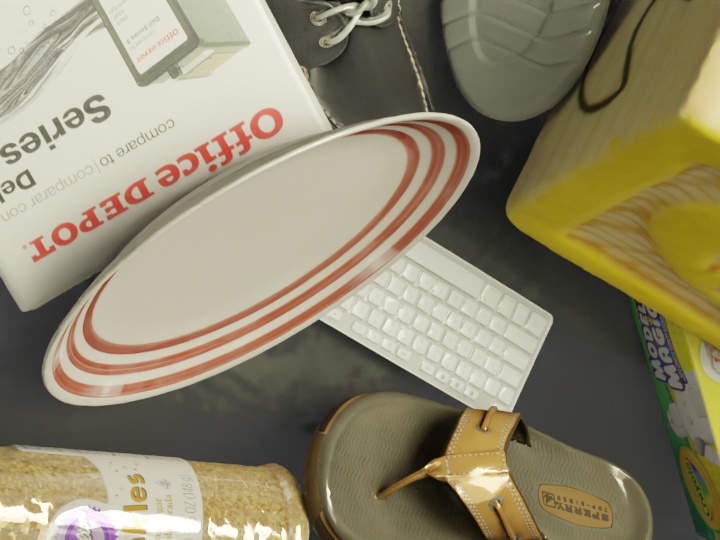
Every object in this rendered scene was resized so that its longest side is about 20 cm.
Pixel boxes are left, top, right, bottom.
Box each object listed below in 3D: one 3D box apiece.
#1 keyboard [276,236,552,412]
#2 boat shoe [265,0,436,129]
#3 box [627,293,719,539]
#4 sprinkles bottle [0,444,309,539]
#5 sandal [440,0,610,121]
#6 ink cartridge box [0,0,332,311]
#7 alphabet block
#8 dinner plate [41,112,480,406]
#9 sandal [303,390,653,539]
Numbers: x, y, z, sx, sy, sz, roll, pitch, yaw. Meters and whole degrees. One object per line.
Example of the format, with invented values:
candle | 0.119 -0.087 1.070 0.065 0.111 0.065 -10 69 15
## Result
keyboard | 0.000 0.000 1.222 0.200 0.011 0.056 31 84 -27
boat shoe | -0.022 -0.116 1.164 0.073 0.063 0.200 -38 112 -16
box | 0.195 0.040 1.306 0.117 0.048 0.200 -24 105 -23
sprinkles bottle | -0.122 0.105 1.145 0.200 0.068 0.068 7 95 -28
sandal | 0.084 -0.165 1.210 0.050 0.082 0.203 -5 102 -55
ink cartridge box | -0.121 -0.108 1.088 0.145 0.084 0.200 -30 110 -3
alphabet block | 0.211 -0.077 1.176 0.196 0.195 0.200 30 70 -10
dinner plate | -0.042 -0.009 1.116 0.200 0.200 0.024 -25 73 -21
sandal | 0.061 0.096 1.219 0.200 0.055 0.082 17 60 -34
